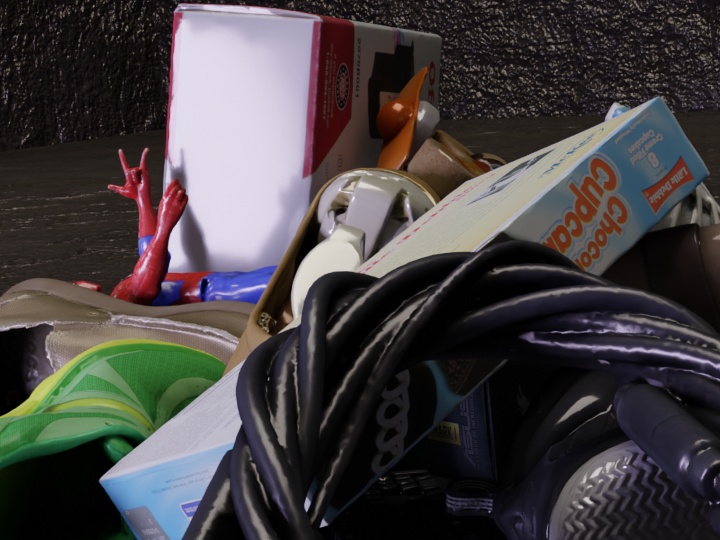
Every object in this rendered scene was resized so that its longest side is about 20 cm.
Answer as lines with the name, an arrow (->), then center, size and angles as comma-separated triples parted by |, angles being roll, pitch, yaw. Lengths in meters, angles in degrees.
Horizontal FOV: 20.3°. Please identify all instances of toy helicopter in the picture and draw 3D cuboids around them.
toy helicopter -> 0.053, -0.046, 0.986 | 0.079, 0.132, 0.200 | -48, -9, 7

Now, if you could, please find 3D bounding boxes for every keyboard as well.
keyboard -> -0.008, 0.095, 0.672 | 0.126, 0.021, 0.200 | -5, 7, -8

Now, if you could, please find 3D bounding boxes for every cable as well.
cable -> 0.041, 0.054, 0.516 | 0.162, 0.051, 0.200 | 4, 37, 21

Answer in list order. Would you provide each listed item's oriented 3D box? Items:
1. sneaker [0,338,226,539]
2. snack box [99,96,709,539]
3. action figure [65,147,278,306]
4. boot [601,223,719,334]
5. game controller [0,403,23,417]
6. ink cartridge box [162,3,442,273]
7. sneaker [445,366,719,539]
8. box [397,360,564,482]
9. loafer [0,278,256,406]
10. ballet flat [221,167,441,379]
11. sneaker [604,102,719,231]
sneaker -> -0.100, 0.077, 0.712 | 0.083, 0.075, 0.200 | 17, 18, 29
snack box -> 0.016, 0.019, 0.669 | 0.200, 0.037, 0.116 | -39, 10, -33
action figure -> -0.056, -0.015, 0.924 | 0.199, 0.100, 0.065 | -9, 4, 15
boot -> 0.154, 0.002, 0.678 | 0.145, 0.201, 0.070 | 2, 34, 12
game controller -> -0.197, 0.069, 0.819 | 0.199, 0.042, 0.104 | -7, 5, 41
ink cartridge box -> -0.026, -0.061, 1.062 | 0.082, 0.147, 0.200 | 5, 6, 19
sneaker -> 0.125, 0.059, 0.637 | 0.199, 0.076, 0.114 | -9, 11, -26
box -> 0.096, 0.044, 0.858 | 0.199, 0.051, 0.157 | -7, 4, -27
loafer -> -0.095, 0.052, 0.853 | 0.199, 0.076, 0.067 | 6, 24, 35
ballet flat -> 0.000, 0.000, 0.800 | 0.068, 0.063, 0.200 | 17, 37, 5
sneaker -> 0.162, -0.017, 0.986 | 0.086, 0.075, 0.200 | 11, -20, 22
